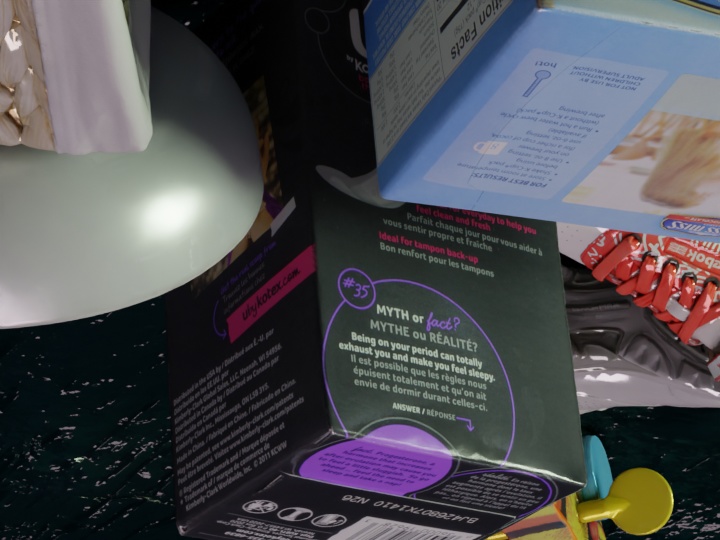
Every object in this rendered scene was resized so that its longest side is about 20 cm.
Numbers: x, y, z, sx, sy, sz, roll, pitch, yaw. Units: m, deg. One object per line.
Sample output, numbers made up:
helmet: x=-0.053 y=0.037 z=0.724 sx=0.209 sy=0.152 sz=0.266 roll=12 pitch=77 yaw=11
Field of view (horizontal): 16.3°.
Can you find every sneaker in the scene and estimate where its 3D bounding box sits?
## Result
sneaker: x=0.153 y=0.007 z=1.106 sx=0.201 sy=0.108 sz=0.067 roll=9 pitch=151 yaw=-24
sneaker: x=0.126 y=0.034 z=1.210 sx=0.200 sy=0.078 sz=0.099 roll=5 pitch=160 yaw=2

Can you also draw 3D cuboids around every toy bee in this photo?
toy bee: x=0.116 y=0.145 z=1.378 sx=0.131 sy=0.109 sz=0.200 roll=-27 pitch=146 yaw=34

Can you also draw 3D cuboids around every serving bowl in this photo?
serving bowl: x=-0.132 y=-0.058 z=0.879 sx=0.200 sy=0.200 sz=0.066 roll=0 pitch=121 yaw=-8

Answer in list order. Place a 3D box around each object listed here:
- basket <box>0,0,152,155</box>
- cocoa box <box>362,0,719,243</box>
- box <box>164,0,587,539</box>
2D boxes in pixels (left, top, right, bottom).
basket: x=-0.130 y=-0.135 z=0.750 sx=0.123 sy=0.136 sz=0.200 roll=-2 pitch=153 yaw=0
cocoa box: x=0.114 y=-0.096 z=0.867 sx=0.200 sy=0.131 sz=0.133 roll=7 pitch=151 yaw=-21
box: x=0.000 y=0.000 z=0.964 sx=0.122 sy=0.200 sz=0.106 roll=14 pitch=148 yaw=-33
